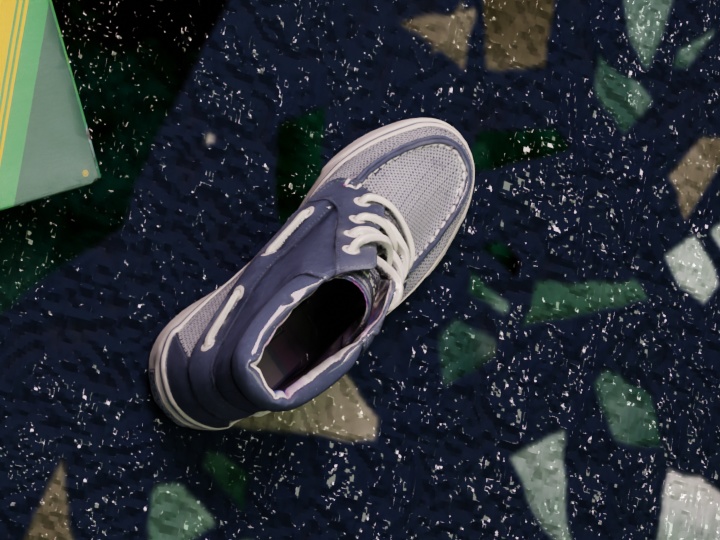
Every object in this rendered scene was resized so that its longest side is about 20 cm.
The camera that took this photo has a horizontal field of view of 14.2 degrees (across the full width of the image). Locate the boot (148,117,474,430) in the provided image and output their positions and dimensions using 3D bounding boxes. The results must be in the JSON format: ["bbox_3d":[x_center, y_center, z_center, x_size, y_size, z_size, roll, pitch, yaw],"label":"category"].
[{"bbox_3d":[0.000,0.000,1.274,0.200,0.090,0.073,-46,109,-27],"label":"boot"}]

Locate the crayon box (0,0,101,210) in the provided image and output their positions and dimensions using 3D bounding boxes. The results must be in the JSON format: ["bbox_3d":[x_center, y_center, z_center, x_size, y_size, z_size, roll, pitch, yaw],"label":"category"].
[{"bbox_3d":[-0.216,-0.065,1.162,0.200,0.058,0.119,-19,95,-32],"label":"crayon box"}]
